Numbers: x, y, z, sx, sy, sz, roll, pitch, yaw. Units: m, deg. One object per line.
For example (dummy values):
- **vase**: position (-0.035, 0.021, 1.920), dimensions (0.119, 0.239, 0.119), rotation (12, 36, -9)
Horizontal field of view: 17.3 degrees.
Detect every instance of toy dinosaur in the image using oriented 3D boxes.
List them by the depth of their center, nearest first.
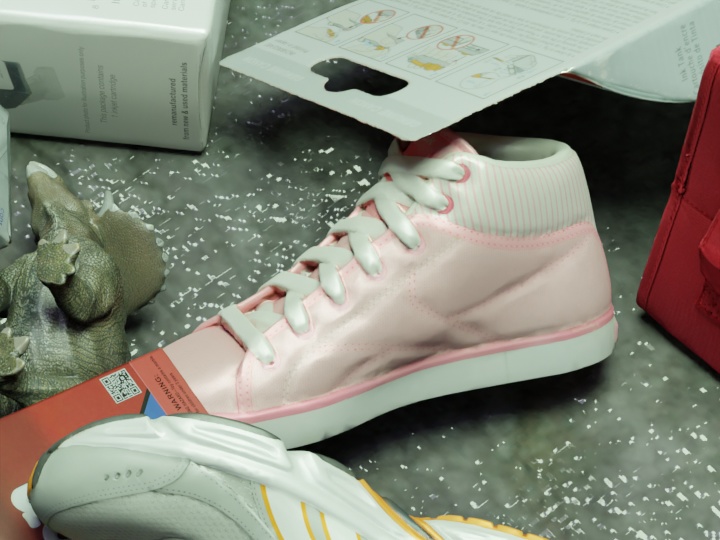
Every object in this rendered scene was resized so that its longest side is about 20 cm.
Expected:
- **toy dinosaur**: position (-0.116, 0.041, 0.883), dimensions (0.077, 0.102, 0.200), rotation (-4, 66, 25)

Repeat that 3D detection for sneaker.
- **sneaker**: position (-0.017, 0.113, 0.761), dimensions (0.200, 0.076, 0.092), rotation (19, 65, -1)
- **sneaker**: position (0.000, 0.000, 0.895), dimensions (0.200, 0.105, 0.075), rotation (-13, 22, -16)

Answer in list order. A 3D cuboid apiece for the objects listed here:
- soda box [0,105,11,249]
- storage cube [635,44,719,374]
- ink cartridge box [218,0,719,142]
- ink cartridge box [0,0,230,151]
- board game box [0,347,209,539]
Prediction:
- **soda box**: position (-0.227, -0.016, 0.872), dimensions (0.200, 0.068, 0.064), rotation (-22, 53, 22)
- **storage cube**: position (0.238, -0.027, 0.892), dimensions (0.200, 0.171, 0.180), rotation (-38, 67, -25)
- **ink cartridge box**: position (0.068, -0.091, 0.953), dimensions (0.200, 0.057, 0.162), rotation (-31, 28, -20)
- **ink cartridge box**: position (-0.154, -0.137, 1.004), dimensions (0.199, 0.085, 0.146), rotation (7, 55, 0)
- **board game box**: position (-0.053, 0.124, 0.795), dimensions (0.103, 0.019, 0.200), rotation (-24, 69, -37)
